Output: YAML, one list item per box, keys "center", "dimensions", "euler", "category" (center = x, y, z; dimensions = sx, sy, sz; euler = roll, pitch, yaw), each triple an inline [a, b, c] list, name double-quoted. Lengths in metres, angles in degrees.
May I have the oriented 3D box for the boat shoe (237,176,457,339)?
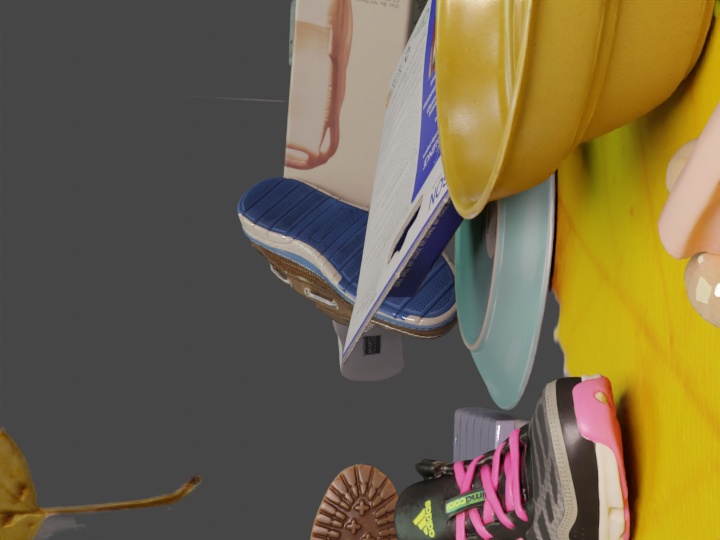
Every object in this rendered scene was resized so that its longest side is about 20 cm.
- center: [0.000, 0.000, 1.174]
  dimensions: [0.200, 0.072, 0.073]
  euler: [33, 154, 39]
  category: "boat shoe"

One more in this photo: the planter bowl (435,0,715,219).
- center: [0.084, -0.117, 0.644]
  dimensions: [0.200, 0.083, 0.201]
  euler: [-177, 90, -83]
  category: "planter bowl"

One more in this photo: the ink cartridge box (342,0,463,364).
- center: [0.048, -0.075, 0.906]
  dimensions: [0.198, 0.047, 0.201]
  euler: [121, 159, -55]
  category: "ink cartridge box"

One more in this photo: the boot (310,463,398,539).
- center: [-0.005, 0.245, 1.370]
  dimensions: [0.107, 0.075, 0.201]
  euler: [-96, 8, -80]
  category: "boot"

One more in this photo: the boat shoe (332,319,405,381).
- center: [0.008, 0.019, 1.321]
  dimensions: [0.200, 0.073, 0.066]
  euler: [107, 160, -61]
  category: "boat shoe"

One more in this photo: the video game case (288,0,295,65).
- center: [-0.062, -0.363, 2.208]
  dimensions: [0.200, 0.045, 0.182]
  euler: [-161, 72, -83]
  category: "video game case"

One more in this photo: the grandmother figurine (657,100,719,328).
- center: [0.121, -0.064, 0.423]
  dimensions: [0.200, 0.060, 0.122]
  euler: [96, 164, -52]
  category: "grandmother figurine"

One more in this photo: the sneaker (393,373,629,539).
- center: [0.061, 0.108, 0.746]
  dimensions: [0.200, 0.087, 0.074]
  euler: [104, 167, -59]
  category: "sneaker"

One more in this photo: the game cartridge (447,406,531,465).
- center: [0.068, 0.176, 0.913]
  dimensions: [0.130, 0.038, 0.201]
  euler: [138, 135, -87]
  category: "game cartridge"

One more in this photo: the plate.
- center: [0.075, -0.023, 0.952]
  dimensions: [0.200, 0.025, 0.201]
  euler: [-177, 90, -84]
  category: "plate"

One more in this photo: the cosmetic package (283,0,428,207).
- center: [0.005, -0.149, 1.220]
  dimensions: [0.103, 0.087, 0.201]
  euler: [-48, -33, -62]
  category: "cosmetic package"
